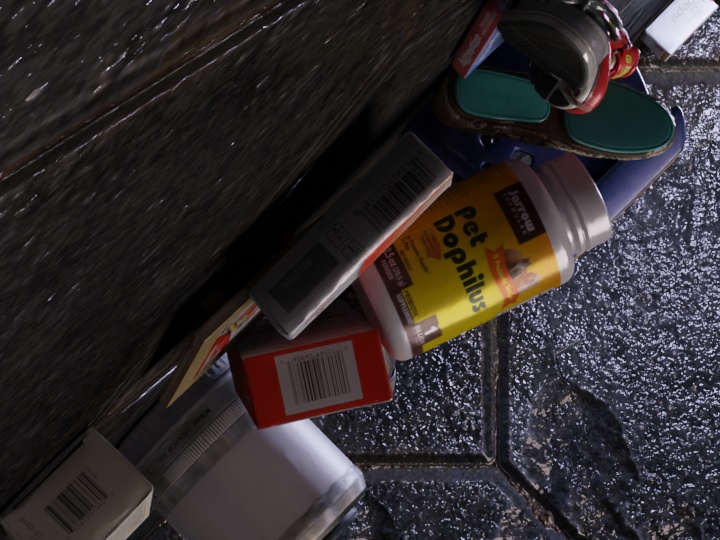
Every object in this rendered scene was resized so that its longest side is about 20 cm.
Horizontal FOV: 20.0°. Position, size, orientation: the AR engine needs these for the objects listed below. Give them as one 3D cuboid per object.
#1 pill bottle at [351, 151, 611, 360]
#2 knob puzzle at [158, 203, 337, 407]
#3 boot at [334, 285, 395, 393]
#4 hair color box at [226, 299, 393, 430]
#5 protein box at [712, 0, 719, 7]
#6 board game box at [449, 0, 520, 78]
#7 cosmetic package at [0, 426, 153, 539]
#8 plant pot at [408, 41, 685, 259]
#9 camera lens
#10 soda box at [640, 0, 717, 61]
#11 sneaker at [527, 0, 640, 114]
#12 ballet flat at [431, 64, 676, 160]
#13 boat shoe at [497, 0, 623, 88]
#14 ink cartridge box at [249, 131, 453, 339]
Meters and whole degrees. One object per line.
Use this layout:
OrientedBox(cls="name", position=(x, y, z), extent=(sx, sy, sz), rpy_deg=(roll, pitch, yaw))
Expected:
OrientedBox(cls="pill bottle", position=(0.093, -0.017, 1.613), extent=(0.199, 0.110, 0.109), rpy_deg=(-26, 174, -5))
OrientedBox(cls="knob puzzle", position=(-0.074, 0.005, 1.548), extent=(0.220, 0.030, 0.220), rpy_deg=(-45, 176, -4))
OrientedBox(cls="boot", position=(0.000, 0.000, 1.812), extent=(0.069, 0.200, 0.175), rpy_deg=(-7, 126, -24))
OrientedBox(cls="hair color box", position=(-0.047, 0.075, 1.668), extent=(0.110, 0.064, 0.200), rpy_deg=(-12, -171, -7))
OrientedBox(cls="protein box", position=(0.353, -0.298, 1.667), extent=(0.199, 0.200, 0.135), rpy_deg=(-46, 176, 11))
OrientedBox(cls="board game box", position=(0.125, -0.212, 1.479), extent=(0.103, 0.019, 0.200), rpy_deg=(-45, 177, -19))
OrientedBox(cls="cosmetic package", position=(-0.224, 0.195, 1.625), extent=(0.105, 0.071, 0.200), rpy_deg=(-45, 176, -15))
OrientedBox(cls="plant pot", position=(0.160, -0.107, 1.776), extent=(0.200, 0.180, 0.200), rpy_deg=(-44, 175, -11))
OrientedBox(cls="camera lens", position=(-0.107, 0.190, 1.885), extent=(0.160, 0.200, 0.160), rpy_deg=(-45, 176, -4))
OrientedBox(cls="soda box", position=(0.580, -0.458, 3.559), extent=(0.200, 0.064, 0.068), rpy_deg=(-45, 176, -5))
OrientedBox(cls="sneaker", position=(0.182, -0.175, 1.589), extent=(0.077, 0.085, 0.200), rpy_deg=(-50, -162, 26))
OrientedBox(cls="ballet flat", position=(0.151, -0.126, 1.643), extent=(0.075, 0.199, 0.068), rpy_deg=(148, -52, -73))
OrientedBox(cls="boat shoe", position=(0.142, -0.173, 1.429), extent=(0.065, 0.074, 0.202), rpy_deg=(-53, 180, 5))
OrientedBox(cls="ink cartridge box", position=(-0.004, -0.016, 1.485), extent=(0.162, 0.050, 0.200), rpy_deg=(-45, 173, -2))
